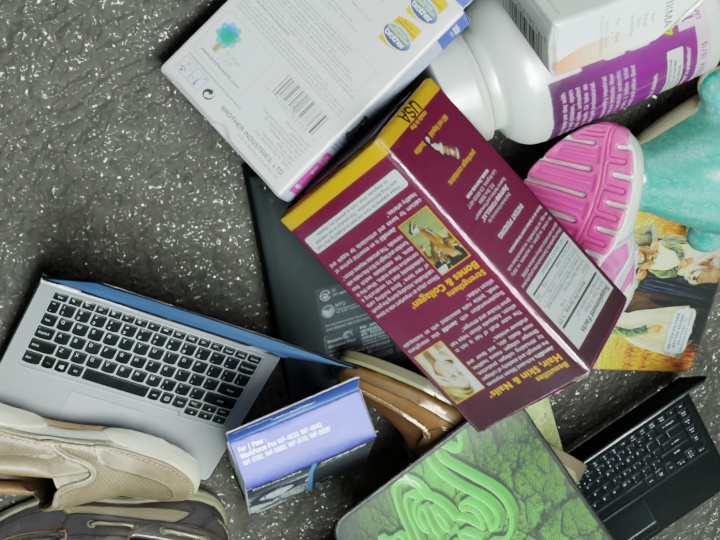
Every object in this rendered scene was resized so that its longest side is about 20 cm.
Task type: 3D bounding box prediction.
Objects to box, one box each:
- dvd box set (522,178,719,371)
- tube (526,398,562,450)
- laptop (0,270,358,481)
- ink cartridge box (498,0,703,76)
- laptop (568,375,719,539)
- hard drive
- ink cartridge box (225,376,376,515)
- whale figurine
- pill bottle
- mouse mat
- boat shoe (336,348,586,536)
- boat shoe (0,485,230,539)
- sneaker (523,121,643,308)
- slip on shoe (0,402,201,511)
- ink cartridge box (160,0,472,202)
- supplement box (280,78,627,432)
[{"bbox_3d":[0.184,0.006,1.222,0.198,0.029,0.148,4,114,-22],"label":"dvd box set"},{"bbox_3d":[0.105,0.069,1.182,0.051,0.058,0.201,-6,128,21],"label":"tube"},{"bbox_3d":[-0.136,0.080,1.073,0.186,0.116,0.201,20,117,-25],"label":"laptop"},{"bbox_3d":[0.174,-0.220,1.029,0.198,0.163,0.050,-18,142,-13],"label":"ink cartridge box"},{"bbox_3d":[0.217,0.178,1.277,0.176,0.103,0.201,-33,122,-1],"label":"laptop"},{"bbox_3d":[0.000,0.000,1.150,0.138,0.033,0.202,-16,120,-12],"label":"hard drive"},{"bbox_3d":[-0.042,0.127,1.120,0.099,0.200,0.040,-22,76,-7],"label":"ink cartridge box"},{"bbox_3d":[0.255,-0.068,1.138,0.198,0.104,0.160,-10,130,-9],"label":"whale figurine"},{"bbox_3d":[0.136,-0.153,1.077,0.198,0.112,0.113,-23,121,-8],"label":"pill bottle"},{"bbox_3d":[0.094,0.206,1.131,0.160,0.008,0.201,-37,109,-1],"label":"mouse mat"},{"bbox_3d":[0.064,0.125,1.140,0.199,0.072,0.068,28,85,-4],"label":"boat shoe"},{"bbox_3d":[-0.189,0.205,1.159,0.198,0.073,0.075,-10,118,-15],"label":"boat shoe"},{"bbox_3d":[0.154,-0.014,1.119,0.088,0.081,0.202,-22,135,-50],"label":"sneaker"},{"bbox_3d":[-0.207,0.140,1.110,0.199,0.061,0.076,20,145,-26],"label":"slip on shoe"},{"bbox_3d":[-0.017,-0.156,1.024,0.200,0.042,0.119,-45,79,7],"label":"ink cartridge box"},{"bbox_3d":[0.062,-0.007,1.037,0.200,0.086,0.110,47,134,-8],"label":"supplement box"}]
